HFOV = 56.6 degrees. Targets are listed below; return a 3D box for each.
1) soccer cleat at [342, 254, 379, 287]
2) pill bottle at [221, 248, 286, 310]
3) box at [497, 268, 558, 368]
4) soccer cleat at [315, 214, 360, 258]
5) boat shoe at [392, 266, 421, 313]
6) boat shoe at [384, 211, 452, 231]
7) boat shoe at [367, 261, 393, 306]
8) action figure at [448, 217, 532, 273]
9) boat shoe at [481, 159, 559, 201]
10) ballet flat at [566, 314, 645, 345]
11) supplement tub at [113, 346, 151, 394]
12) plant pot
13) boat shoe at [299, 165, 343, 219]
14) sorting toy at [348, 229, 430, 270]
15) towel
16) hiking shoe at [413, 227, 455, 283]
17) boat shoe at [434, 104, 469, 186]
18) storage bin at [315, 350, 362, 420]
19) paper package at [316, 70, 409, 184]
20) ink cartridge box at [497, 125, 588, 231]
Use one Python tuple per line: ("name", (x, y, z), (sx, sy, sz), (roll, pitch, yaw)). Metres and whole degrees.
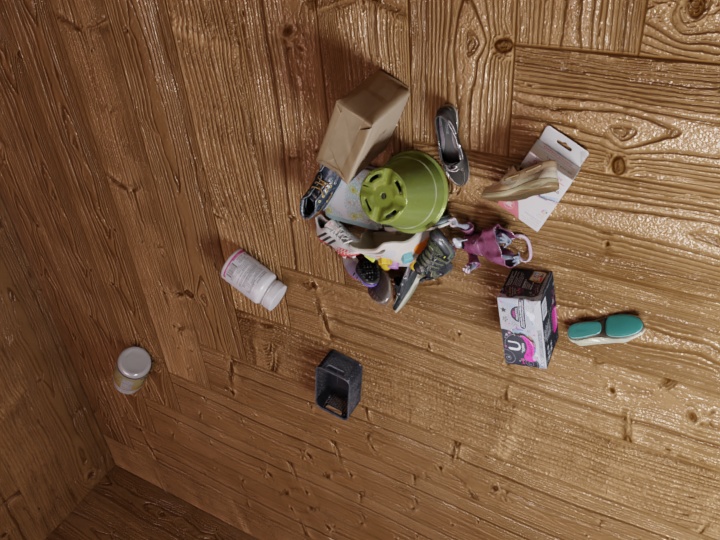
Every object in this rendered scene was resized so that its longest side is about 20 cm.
("soccer cleat", (0.000, 0.000, 1.860), (0.201, 0.066, 0.075), (-127, 38, -51))
("pill bottle", (-0.343, 0.032, 2.160), (0.198, 0.114, 0.114), (36, 136, 7))
("box", (0.416, 0.120, 1.663), (0.112, 0.132, 0.205), (4, 124, 31))
("soccer cleat", (-0.061, -0.098, 1.865), (0.198, 0.068, 0.087), (29, 144, 45))
("boat shoe", (0.124, 0.033, 1.853), (0.065, 0.075, 0.201), (35, 135, 10))
("boat shoe", (0.144, -0.137, 1.711), (0.195, 0.072, 0.064), (-1, 105, 33))
("boat shoe", (0.060, 0.041, 1.850), (0.076, 0.201, 0.071), (-44, 118, 13))
("action figure", (0.302, -0.073, 1.648), (0.198, 0.146, 0.138), (8, 110, 55))
("boat shoe", (0.344, -0.192, 1.443), (0.197, 0.070, 0.067), (-7, 82, 51))
("ballet flat", (0.599, 0.147, 1.618), (0.197, 0.069, 0.062), (-9, 145, 44))
("supplement tub", (-1.000, 0.439, 2.918), (0.144, 0.145, 0.201), (40, 137, 2))
("plant pot", (0.087, -0.182, 1.586), (0.195, 0.189, 0.207), (4, 100, 26))
("boat shoe", (-0.097, -0.219, 1.747), (0.070, 0.091, 0.202), (35, 133, 8))
("sorting toy", (0.062, -0.058, 1.737), (0.196, 0.178, 0.110), (1, 88, 36))
("towel", (-0.018, -0.207, 1.796), (0.195, 0.048, 0.175), (16, 127, 26))
("hiking shoe", (0.183, -0.027, 1.695), (0.076, 0.099, 0.201), (52, 170, 29))
("boat shoe", (0.208, -0.283, 1.566), (0.065, 0.057, 0.204), (4, 124, 33))
("storage bin", (-0.073, 0.385, 2.247), (0.132, 0.094, 0.204), (22, 131, 21))
("paper package", (0.007, -0.336, 1.570), (0.102, 0.200, 0.193), (34, 137, 8))
("ink cartridge box", (0.402, -0.202, 1.479), (0.115, 0.068, 0.202), (35, 136, 10))
